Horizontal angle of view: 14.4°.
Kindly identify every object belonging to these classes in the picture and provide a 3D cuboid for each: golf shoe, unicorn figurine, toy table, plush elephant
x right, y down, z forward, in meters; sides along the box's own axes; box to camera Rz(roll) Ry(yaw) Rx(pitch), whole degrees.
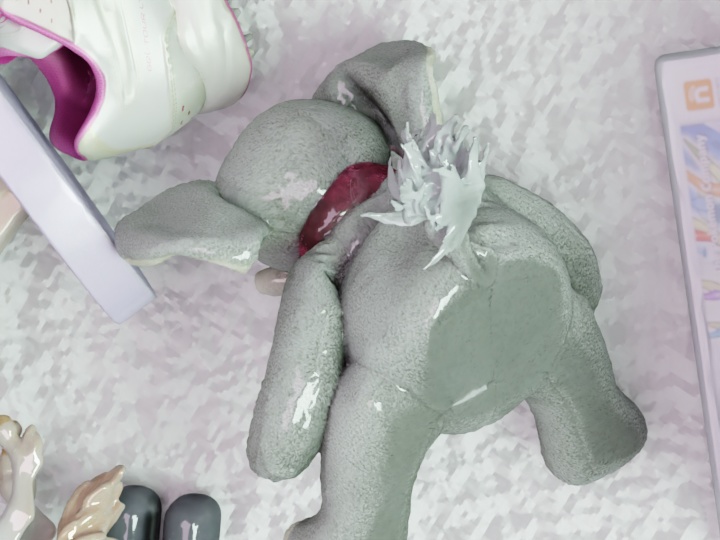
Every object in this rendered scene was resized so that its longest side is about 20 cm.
[{"bbox_3d":[-0.122,-0.134,1.109,0.091,0.075,0.200,-36,104,-19],"label":"golf shoe"},{"bbox_3d":[-0.191,0.136,1.183,0.199,0.074,0.138,-11,70,37],"label":"unicorn figurine"},{"bbox_3d":[-0.184,-0.036,1.126,0.117,0.184,0.200,-37,74,-2],"label":"toy table"},{"bbox_3d":[0.000,0.000,1.099,0.164,0.155,0.201,-28,131,-23],"label":"plush elephant"}]

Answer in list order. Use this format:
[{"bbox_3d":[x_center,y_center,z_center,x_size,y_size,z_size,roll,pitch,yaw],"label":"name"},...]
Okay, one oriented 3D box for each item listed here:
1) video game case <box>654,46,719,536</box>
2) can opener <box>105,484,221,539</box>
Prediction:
[{"bbox_3d":[0.217,0.003,1.107,0.182,0.022,0.201,-8,96,14],"label":"video game case"},{"bbox_3d":[-0.093,0.192,1.178,0.053,0.067,0.201,7,99,12],"label":"can opener"}]
